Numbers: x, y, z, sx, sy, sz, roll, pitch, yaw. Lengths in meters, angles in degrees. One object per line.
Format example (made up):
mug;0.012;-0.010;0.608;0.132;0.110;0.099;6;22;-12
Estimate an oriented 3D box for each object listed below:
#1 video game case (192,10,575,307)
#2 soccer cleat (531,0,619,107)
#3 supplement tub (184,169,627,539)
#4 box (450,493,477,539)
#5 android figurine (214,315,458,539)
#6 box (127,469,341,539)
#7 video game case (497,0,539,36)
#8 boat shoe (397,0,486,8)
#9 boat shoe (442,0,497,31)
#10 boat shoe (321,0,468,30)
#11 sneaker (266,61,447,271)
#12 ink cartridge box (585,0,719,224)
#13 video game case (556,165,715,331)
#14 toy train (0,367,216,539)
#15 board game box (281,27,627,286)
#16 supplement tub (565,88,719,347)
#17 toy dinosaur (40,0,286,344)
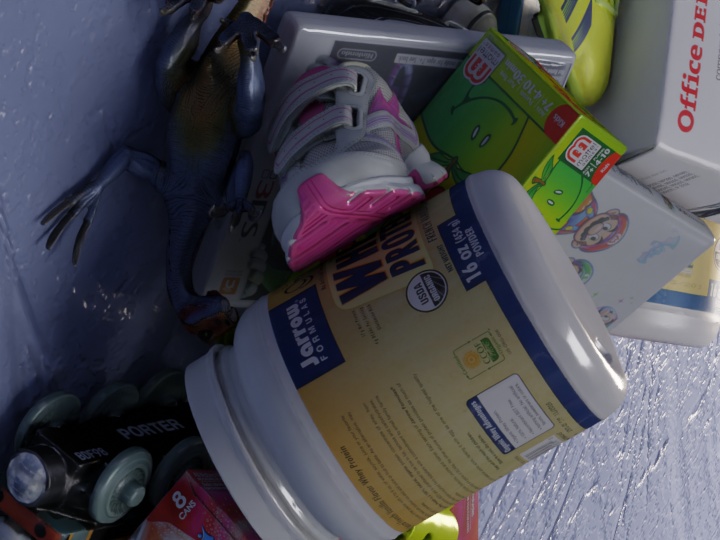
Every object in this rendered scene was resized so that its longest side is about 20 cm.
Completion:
video game case;0.013;-0.057;1.612;0.199;0.023;0.183;2;121;-36
soccer cleat;0.138;-0.199;1.686;0.065;0.083;0.202;57;26;-75
supplement tub;0.023;0.054;1.455;0.199;0.145;0.144;-30;152;9
box;0.012;0.192;1.812;0.095;0.099;0.201;-42;144;-38
android figurine;-0.009;0.095;1.638;0.041;0.182;0.200;-48;155;9
box;-0.053;0.177;1.558;0.100;0.096;0.200;-49;159;14
video game case;0.150;-0.184;1.875;0.200;0.018;0.144;-28;134;-50
boat shoe;0.032;-0.195;1.615;0.072;0.072;0.200;-48;153;0
boat shoe;0.076;-0.076;1.775;0.073;0.065;0.201;-38;141;-42
boat shoe;0.049;-0.115;1.670;0.199;0.068;0.072;17;115;-47
sneaker;-0.015;-0.061;1.469;0.081;0.089;0.200;-30;-177;10
ink cartridge box;0.242;-0.107;1.723;0.199;0.084;0.146;16;72;-27
video game case;0.093;0.012;1.677;0.200;0.024;0.182;-41;143;18
toy train;-0.133;0.124;1.549;0.200;0.085;0.115;-9;128;-58
board game box;0.048;-0.026;1.571;0.200;0.102;0.048;-51;135;9
supplement tub;0.175;-0.058;1.819;0.144;0.144;0.202;10;89;-62
toy dinosaur;-0.071;-0.060;1.492;0.200;0.105;0.182;-45;149;-40
